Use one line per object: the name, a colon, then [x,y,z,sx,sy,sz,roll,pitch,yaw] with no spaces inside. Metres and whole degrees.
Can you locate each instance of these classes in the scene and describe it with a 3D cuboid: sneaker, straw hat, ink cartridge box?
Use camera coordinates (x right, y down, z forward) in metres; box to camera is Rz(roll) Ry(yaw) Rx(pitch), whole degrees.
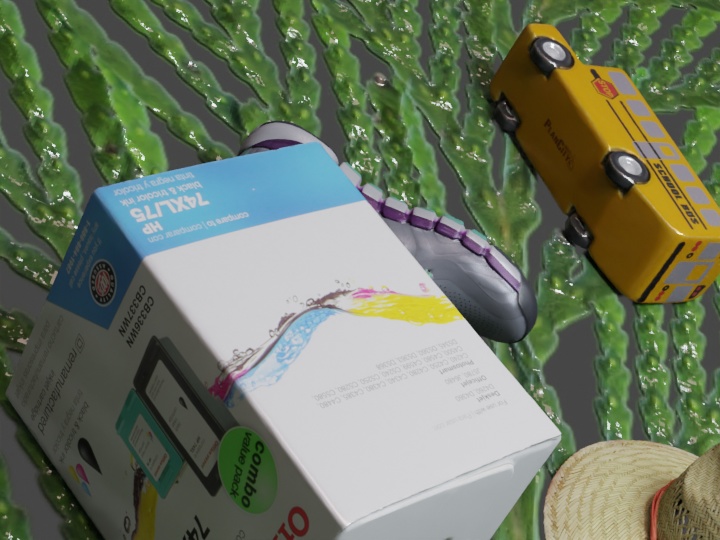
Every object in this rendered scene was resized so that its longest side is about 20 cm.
sneaker: [0.000,0.000,1.066,0.199,0.075,0.088,31,54,13]
straw hat: [0.202,0.144,1.009,0.199,0.085,0.202,17,40,-15]
ink cartridge box: [-0.040,0.068,0.886,0.145,0.147,0.200,-15,56,-43]

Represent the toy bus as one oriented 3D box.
toy bus: [0.162,-0.073,1.238,0.078,0.065,0.201,-1,48,-34]
